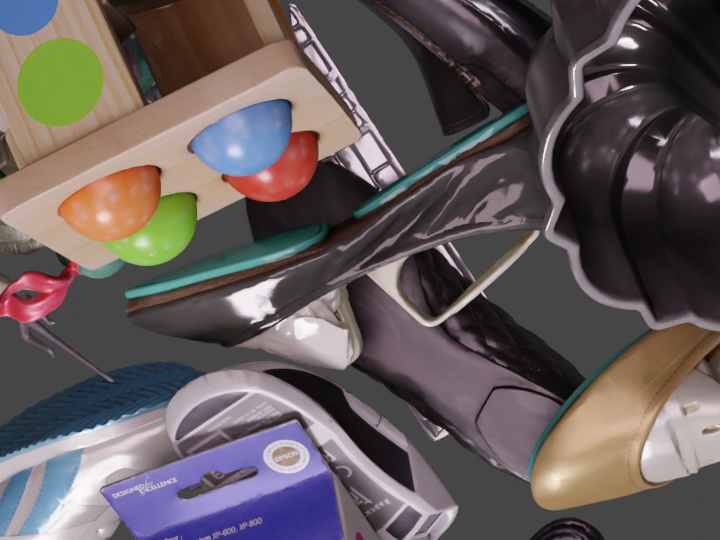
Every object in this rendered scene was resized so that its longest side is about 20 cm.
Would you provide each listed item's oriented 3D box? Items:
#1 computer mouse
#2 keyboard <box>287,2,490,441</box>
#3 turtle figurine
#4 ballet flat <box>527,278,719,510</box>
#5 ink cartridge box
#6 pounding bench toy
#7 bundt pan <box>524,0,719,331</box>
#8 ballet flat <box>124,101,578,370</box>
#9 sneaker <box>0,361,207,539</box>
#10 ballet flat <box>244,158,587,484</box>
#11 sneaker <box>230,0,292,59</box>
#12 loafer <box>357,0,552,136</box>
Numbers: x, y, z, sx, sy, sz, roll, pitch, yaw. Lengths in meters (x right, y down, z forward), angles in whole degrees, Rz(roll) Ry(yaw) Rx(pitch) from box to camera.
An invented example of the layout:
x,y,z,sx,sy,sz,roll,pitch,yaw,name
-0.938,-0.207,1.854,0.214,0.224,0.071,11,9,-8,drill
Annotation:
x,y,z,sx,sy,sz,roll,pitch,yaw,name
0.003,0.092,1.015,0.110,0.044,0.200,-32,121,32,computer mouse
0.001,-0.021,1.057,0.056,0.011,0.200,-33,93,9,keyboard
-0.149,-0.055,1.029,0.150,0.101,0.200,-44,83,5,turtle figurine
0.156,0.038,0.983,0.200,0.069,0.063,-41,51,-14,ballet flat
-0.024,0.153,1.016,0.095,0.037,0.200,-20,124,16,ink cartridge box
-0.122,-0.073,0.919,0.200,0.124,0.156,-26,78,6,pounding bench toy
0.151,-0.076,0.920,0.202,0.076,0.202,-12,132,-13,bundt pan
0.000,0.000,0.981,0.200,0.068,0.068,-24,94,12,ballet flat
-0.140,0.109,1.063,0.200,0.077,0.081,-30,101,15,sneaker
0.026,0.024,1.038,0.200,0.057,0.066,43,99,5,ballet flat
-0.078,-0.120,1.017,0.088,0.075,0.200,-14,81,2,sneaker
0.051,-0.089,1.014,0.200,0.073,0.072,28,104,3,loafer
